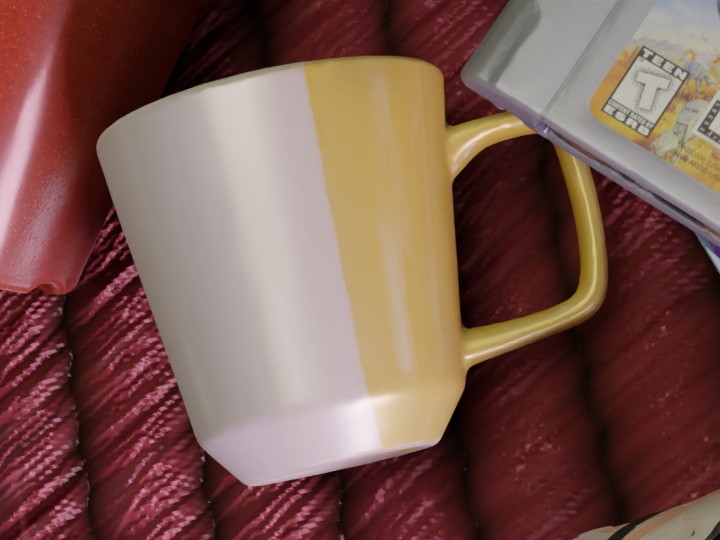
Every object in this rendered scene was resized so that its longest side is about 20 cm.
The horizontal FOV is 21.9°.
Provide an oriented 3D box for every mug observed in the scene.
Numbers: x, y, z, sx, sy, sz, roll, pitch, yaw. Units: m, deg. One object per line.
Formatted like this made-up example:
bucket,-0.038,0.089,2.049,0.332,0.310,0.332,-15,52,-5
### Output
mug,-0.009,0.001,0.764,0.186,0.149,0.154,-17,80,35

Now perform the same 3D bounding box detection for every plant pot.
plant pot,-0.167,-0.104,0.837,0.200,0.200,0.196,23,98,25

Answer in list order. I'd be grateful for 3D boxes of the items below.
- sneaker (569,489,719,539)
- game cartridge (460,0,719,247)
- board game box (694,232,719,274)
sneaker,0.119,0.121,0.719,0.199,0.080,0.074,-30,71,17
game cartridge,0.154,-0.077,0.711,0.199,0.042,0.134,33,91,16
board game box,0.213,-0.030,0.728,0.158,0.039,0.201,-34,69,14
